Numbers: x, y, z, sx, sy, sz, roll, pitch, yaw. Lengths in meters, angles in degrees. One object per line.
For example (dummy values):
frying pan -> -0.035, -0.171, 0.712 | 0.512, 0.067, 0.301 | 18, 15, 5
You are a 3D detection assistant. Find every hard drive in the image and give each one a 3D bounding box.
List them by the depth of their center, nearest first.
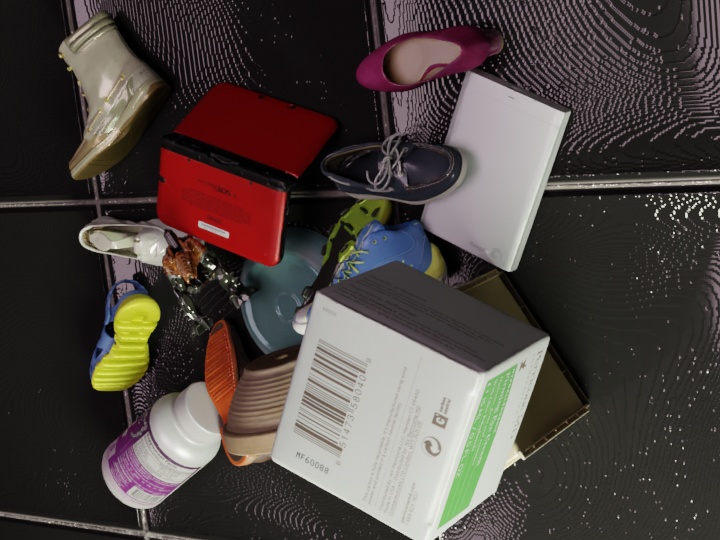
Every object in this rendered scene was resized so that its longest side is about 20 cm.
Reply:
hard drive -> 0.153, -0.117, 1.595 | 0.131, 0.026, 0.201 | 28, 115, 25

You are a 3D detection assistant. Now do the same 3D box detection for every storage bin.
storage bin -> 0.142, 0.118, 1.557 | 0.094, 0.198, 0.201 | -39, 80, 35

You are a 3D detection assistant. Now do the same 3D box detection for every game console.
game console -> -0.144, -0.124, 1.738 | 0.199, 0.118, 0.174 | 21, 117, 28

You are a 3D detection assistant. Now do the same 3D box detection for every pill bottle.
pill bottle -> -0.264, 0.239, 1.905 | 0.200, 0.112, 0.113 | -41, 79, 33

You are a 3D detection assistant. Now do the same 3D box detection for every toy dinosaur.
toy dinosaur -> -0.216, 0.007, 1.752 | 0.102, 0.200, 0.136 | -33, 96, 19

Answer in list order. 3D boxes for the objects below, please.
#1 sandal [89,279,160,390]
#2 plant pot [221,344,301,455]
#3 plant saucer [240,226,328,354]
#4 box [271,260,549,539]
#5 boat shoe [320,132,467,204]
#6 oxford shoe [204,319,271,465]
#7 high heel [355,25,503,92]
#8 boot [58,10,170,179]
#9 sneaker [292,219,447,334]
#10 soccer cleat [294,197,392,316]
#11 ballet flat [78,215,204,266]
sandal -> -0.336, 0.090, 1.948 | 0.201, 0.079, 0.087 | -62, 37, 33
plant pot -> -0.085, 0.150, 1.709 | 0.200, 0.201, 0.093 | -11, 100, 34
plant saucer -> -0.087, 0.045, 1.787 | 0.199, 0.036, 0.202 | 9, 106, 31
box -> 0.050, 0.128, 1.397 | 0.199, 0.171, 0.200 | 25, 112, 23
boat shoe -> 0.037, -0.123, 1.624 | 0.199, 0.062, 0.075 | 7, 78, 45
oxford shoe -> -0.158, 0.163, 1.851 | 0.071, 0.073, 0.201 | -30, 67, 47
high heel -> 0.062, -0.240, 1.579 | 0.199, 0.096, 0.068 | -2, 101, 33
boot -> -0.363, -0.236, 1.873 | 0.200, 0.072, 0.155 | -45, 77, 28
sneaker -> 0.000, 0.000, 1.637 | 0.076, 0.199, 0.106 | -158, 46, -74
soccer cleat -> -0.009, -0.002, 1.706 | 0.065, 0.083, 0.201 | 32, 96, 50
ballet flat -> -0.307, -0.038, 1.891 | 0.199, 0.069, 0.070 | 7, 106, 31
